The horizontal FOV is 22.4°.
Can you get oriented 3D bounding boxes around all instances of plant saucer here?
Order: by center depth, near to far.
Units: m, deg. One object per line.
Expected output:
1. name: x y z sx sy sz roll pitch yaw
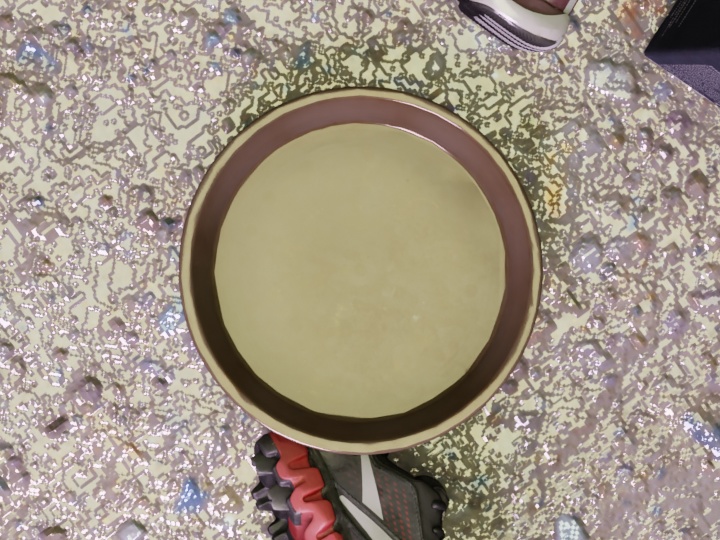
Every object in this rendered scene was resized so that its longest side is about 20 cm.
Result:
1. plant saucer: 0.000 0.000 0.996 0.199 0.029 0.201 0 85 -3

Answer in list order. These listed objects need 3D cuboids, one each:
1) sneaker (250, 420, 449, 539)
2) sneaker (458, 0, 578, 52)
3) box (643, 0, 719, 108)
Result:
1. sneaker: 0.017 0.165 0.982 0.097 0.071 0.201 -20 64 -15
2. sneaker: 0.051 -0.216 0.974 0.200 0.076 0.116 34 89 -15
3. box: 0.242 -0.142 0.916 0.107 0.200 0.149 33 95 -4
